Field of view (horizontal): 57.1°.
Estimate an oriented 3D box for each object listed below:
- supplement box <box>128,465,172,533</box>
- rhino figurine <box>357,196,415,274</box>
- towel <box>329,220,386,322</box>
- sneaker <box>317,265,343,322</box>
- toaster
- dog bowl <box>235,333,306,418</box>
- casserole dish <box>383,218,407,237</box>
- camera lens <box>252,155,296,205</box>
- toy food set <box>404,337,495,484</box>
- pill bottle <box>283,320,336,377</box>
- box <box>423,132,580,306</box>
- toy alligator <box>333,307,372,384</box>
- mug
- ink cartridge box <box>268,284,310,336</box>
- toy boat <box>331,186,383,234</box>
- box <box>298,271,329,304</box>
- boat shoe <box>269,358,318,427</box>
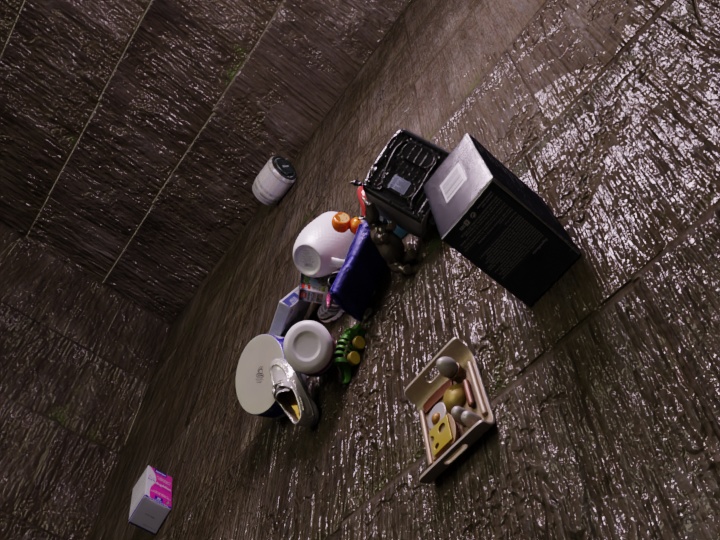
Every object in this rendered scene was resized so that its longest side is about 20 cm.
[{"bbox_3d":[-0.686,0.748,2.167,0.105,0.100,0.200,-56,20,1],"label":"supplement box"},{"bbox_3d":[0.054,-0.078,1.484,0.059,0.203,0.087,-34,2,-15],"label":"rhino figurine"},{"bbox_3d":[0.000,0.000,1.558,0.048,0.148,0.204,14,67,31],"label":"towel"},{"bbox_3d":[-0.061,0.053,1.691,0.200,0.086,0.075,-44,32,33],"label":"sneaker"},{"bbox_3d":[0.109,-0.199,1.492,0.183,0.197,0.119,-56,-19,-14],"label":"toaster"},{"bbox_3d":[-0.229,0.268,1.680,0.196,0.078,0.207,-15,66,39],"label":"dog bowl"},{"bbox_3d":[0.110,-0.143,1.654,0.199,0.038,0.123,-42,24,41],"label":"casserole dish"},{"bbox_3d":[-0.412,-0.434,3.180,0.200,0.158,0.162,-44,23,32],"label":"camera lens"},{"bbox_3d":[0.128,0.215,1.038,0.144,0.060,0.202,-50,21,22],"label":"toy food set"},{"bbox_3d":[-0.110,0.183,1.515,0.115,0.110,0.200,-59,-9,-8],"label":"pill bottle"},{"bbox_3d":[0.219,-0.085,1.061,0.125,0.194,0.202,-49,21,21],"label":"box"},{"bbox_3d":[-0.023,0.158,1.500,0.059,0.054,0.204,-32,33,50],"label":"toy alligator"},{"bbox_3d":[-0.083,-0.055,1.799,0.175,0.195,0.152,-42,-37,-56],"label":"mug"},{"bbox_3d":[-0.200,0.143,1.841,0.204,0.040,0.200,-67,-10,25],"label":"ink cartridge box"},{"bbox_3d":[-0.011,-0.116,1.681,0.131,0.126,0.207,-85,6,-77],"label":"toy boat"},{"bbox_3d":[-0.117,0.024,1.845,0.202,0.106,0.036,-97,20,-60],"label":"box"},{"bbox_3d":[-0.170,0.278,1.523,0.071,0.069,0.201,-50,52,18],"label":"boat shoe"}]
